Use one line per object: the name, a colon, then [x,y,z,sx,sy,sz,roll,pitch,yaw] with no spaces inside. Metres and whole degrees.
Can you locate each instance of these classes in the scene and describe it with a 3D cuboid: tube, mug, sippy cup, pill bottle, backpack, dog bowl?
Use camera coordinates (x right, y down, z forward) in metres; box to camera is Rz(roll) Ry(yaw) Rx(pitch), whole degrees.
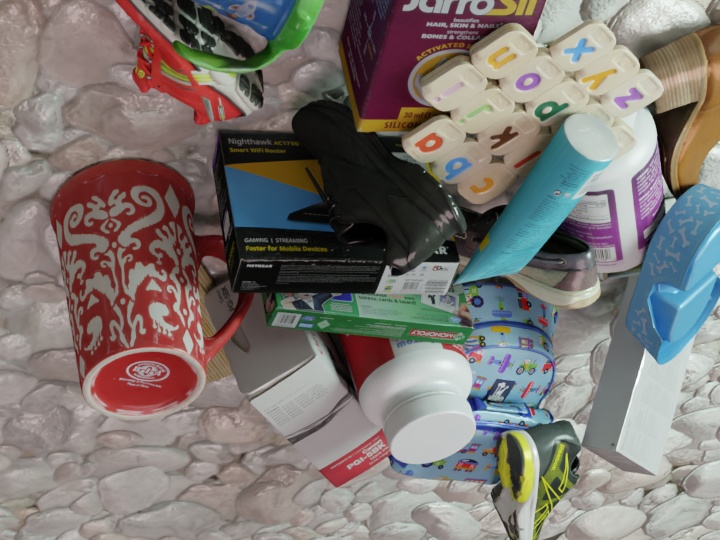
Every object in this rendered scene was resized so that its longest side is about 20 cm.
tube: [0.151,-0.050,1.500,0.077,0.051,0.200,-5,146,-31]
mug: [-0.180,0.016,1.551,0.176,0.201,0.134,-9,142,-4]
sippy cup: [-0.092,-0.248,1.312,0.130,0.179,0.140,15,164,-16]
pill bottle: [0.216,-0.096,1.598,0.112,0.113,0.200,-15,142,3]
backpack: [0.120,0.110,1.814,0.182,0.135,0.200,13,133,-30]
pill bottle: [0.042,0.080,1.690,0.112,0.201,0.113,-12,143,-9]
dog bowl: [0.306,0.001,1.663,0.111,0.049,0.201,-37,151,-34]

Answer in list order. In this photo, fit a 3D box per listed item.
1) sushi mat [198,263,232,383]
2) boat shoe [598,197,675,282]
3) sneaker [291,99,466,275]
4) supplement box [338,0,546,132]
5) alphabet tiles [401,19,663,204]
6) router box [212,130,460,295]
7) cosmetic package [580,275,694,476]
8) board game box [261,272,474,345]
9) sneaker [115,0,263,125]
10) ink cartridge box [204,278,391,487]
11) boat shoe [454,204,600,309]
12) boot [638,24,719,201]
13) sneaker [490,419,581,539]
sushi mat: [-0.171,0.055,1.756,0.095,0.012,0.200,-19,142,9]
boat shoe: [0.260,-0.018,1.746,0.201,0.065,0.075,-12,143,-2]
sneaker: [-0.003,-0.072,1.492,0.091,0.200,0.076,-45,144,-5]
supplement box: [0.068,-0.213,1.414,0.130,0.104,0.201,-1,140,-14]
alphabet tiles: [0.141,-0.129,1.445,0.195,0.015,0.200,-32,139,23]
router box: [-0.025,-0.051,1.554,0.199,0.150,0.051,1,141,-17]
cosmetic package: [0.291,0.101,1.807,0.050,0.201,0.082,5,160,42]
board game box: [0.000,0.000,1.637,0.199,0.135,0.029,7,138,-23]
sneaker: [-0.155,-0.177,1.422,0.084,0.077,0.200,-20,141,20]
ink cartridge box: [-0.056,0.100,1.731,0.083,0.147,0.200,-32,141,6]
boat shoe: [0.137,-0.030,1.629,0.072,0.199,0.065,-29,134,-40]
boot: [0.339,-0.151,1.608,0.154,0.077,0.201,-18,135,0]
sneaker: [0.187,0.225,1.813,0.084,0.075,0.200,-18,146,-11]
